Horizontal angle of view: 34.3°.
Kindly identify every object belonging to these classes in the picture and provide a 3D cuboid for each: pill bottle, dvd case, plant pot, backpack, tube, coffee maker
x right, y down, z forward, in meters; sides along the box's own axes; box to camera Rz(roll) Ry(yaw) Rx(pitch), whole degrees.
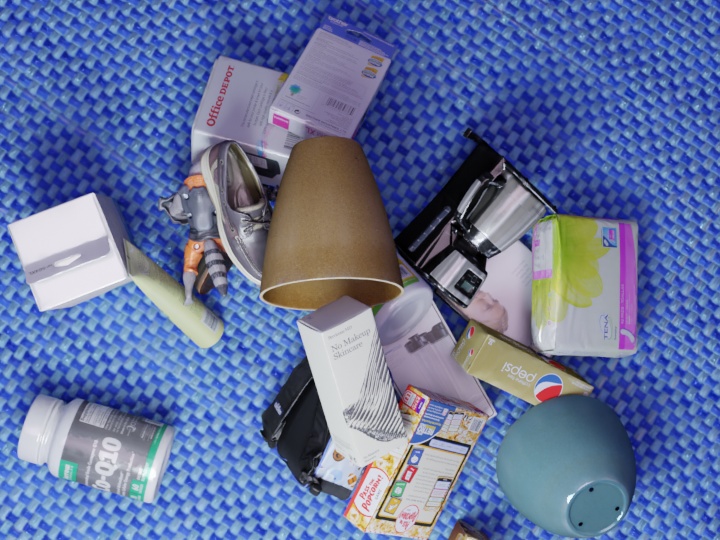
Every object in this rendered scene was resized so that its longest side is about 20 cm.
[{"bbox_3d":[0.000,0.000,1.642,0.111,0.111,0.200,-42,65,-2],"label":"pill bottle"},{"bbox_3d":[0.227,0.044,1.724,0.200,0.018,0.143,42,88,-2],"label":"dvd case"},{"bbox_3d":[-0.040,-0.064,1.514,0.185,0.186,0.202,-2,75,-2],"label":"plant pot"},{"bbox_3d":[0.306,0.294,1.633,0.199,0.135,0.202,-5,114,-12],"label":"plant pot"},{"bbox_3d":[-0.026,0.205,1.630,0.153,0.200,0.192,16,98,-29],"label":"backpack"},{"bbox_3d":[-0.372,0.248,1.651,0.199,0.113,0.114,16,89,-2],"label":"pill bottle"},{"bbox_3d":[-0.267,0.036,1.630,0.200,0.058,0.052,50,62,-43],"label":"tube"},{"bbox_3d":[0.153,-0.071,1.664,0.135,0.192,0.200,40,98,-24],"label":"coffee maker"}]

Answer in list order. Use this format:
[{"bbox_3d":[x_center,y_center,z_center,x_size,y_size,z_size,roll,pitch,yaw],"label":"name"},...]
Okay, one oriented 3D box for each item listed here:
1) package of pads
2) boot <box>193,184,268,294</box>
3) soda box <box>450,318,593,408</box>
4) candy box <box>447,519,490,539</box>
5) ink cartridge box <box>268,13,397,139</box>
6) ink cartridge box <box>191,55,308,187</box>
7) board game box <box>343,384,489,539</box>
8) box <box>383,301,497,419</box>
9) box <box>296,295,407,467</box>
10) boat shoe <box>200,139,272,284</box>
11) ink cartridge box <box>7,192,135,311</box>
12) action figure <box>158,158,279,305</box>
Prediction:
[{"bbox_3d":[0.320,0.022,1.675,0.153,0.068,0.202,4,83,-24],"label":"package of pads"},{"bbox_3d":[-0.215,-0.071,1.690,0.096,0.075,0.201,27,88,16],"label":"boot"},{"bbox_3d":[0.230,0.143,1.662,0.199,0.068,0.064,26,99,-24],"label":"soda box"},{"bbox_3d":[0.125,0.468,1.670,0.056,0.117,0.201,28,88,-2],"label":"candy box"},{"bbox_3d":[-0.036,-0.262,1.632,0.119,0.042,0.201,24,59,3],"label":"ink cartridge box"},{"bbox_3d":[-0.126,-0.203,1.649,0.199,0.083,0.147,15,58,-2],"label":"ink cartridge box"},{"bbox_3d":[0.079,0.267,1.600,0.046,0.151,0.201,29,94,41],"label":"board game box"},{"bbox_3d":[0.098,0.149,1.697,0.116,0.060,0.201,-29,91,-2],"label":"box"},{"bbox_3d":[-0.009,0.141,1.485,0.082,0.068,0.201,-27,116,-23],"label":"box"},{"bbox_3d":[-0.152,-0.078,1.545,0.072,0.065,0.201,-21,91,-28],"label":"boat shoe"},{"bbox_3d":[-0.388,-0.026,1.606,0.128,0.200,0.126,-22,91,-3],"label":"ink cartridge box"},{"bbox_3d":[-0.181,-0.066,1.597,0.199,0.105,0.195,-13,93,5],"label":"action figure"}]
